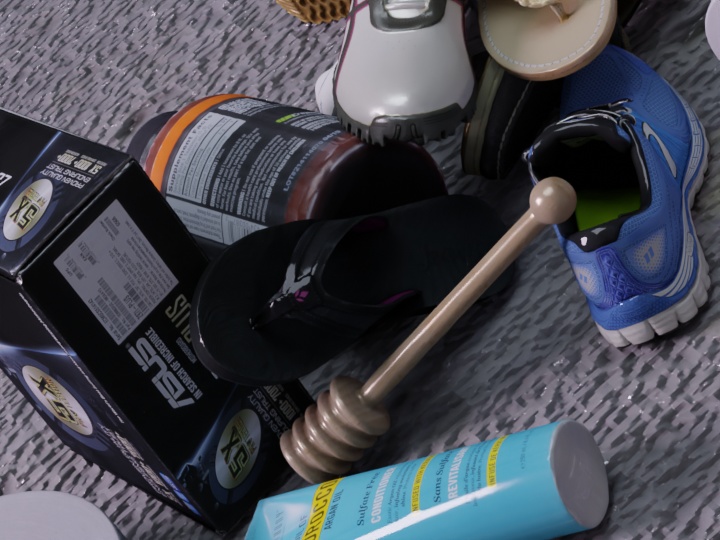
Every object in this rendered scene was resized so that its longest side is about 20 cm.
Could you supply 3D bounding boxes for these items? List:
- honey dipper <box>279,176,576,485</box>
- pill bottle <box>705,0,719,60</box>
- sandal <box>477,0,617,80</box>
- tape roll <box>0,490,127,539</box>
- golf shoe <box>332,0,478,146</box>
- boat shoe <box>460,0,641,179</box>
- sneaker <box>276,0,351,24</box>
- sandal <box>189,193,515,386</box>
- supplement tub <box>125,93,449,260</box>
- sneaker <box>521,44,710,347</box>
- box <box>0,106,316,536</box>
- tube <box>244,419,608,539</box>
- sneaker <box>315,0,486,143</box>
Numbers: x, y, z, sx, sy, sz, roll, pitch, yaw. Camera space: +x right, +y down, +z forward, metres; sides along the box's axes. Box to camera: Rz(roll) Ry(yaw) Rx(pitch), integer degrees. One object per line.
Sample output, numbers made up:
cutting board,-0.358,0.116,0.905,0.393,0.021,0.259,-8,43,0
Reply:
honey dipper,0.034,0.027,1.252,0.200,0.038,0.038,-49,29,23
pill bottle,0.244,-0.187,1.330,0.112,0.113,0.200,-4,45,38
sandal,0.079,-0.181,1.364,0.078,0.070,0.212,-30,32,17
tape roll,-0.184,0.205,1.264,0.200,0.066,0.201,-23,35,17
golf shoe,0.021,-0.142,1.354,0.077,0.088,0.200,-4,39,6
boat shoe,0.119,-0.131,1.409,0.065,0.073,0.200,25,72,13
sneaker,0.031,-0.217,1.584,0.200,0.075,0.090,-6,49,34
sandal,0.000,-0.001,1.278,0.200,0.075,0.048,-21,-10,-36
supplement tub,-0.049,-0.039,1.409,0.107,0.107,0.200,-48,36,-19
sneaker,0.129,-0.057,1.292,0.078,0.089,0.200,-23,36,15
box,-0.135,0.023,1.322,0.086,0.200,0.164,-46,36,-17
tube,0.021,0.118,1.219,0.200,0.050,0.078,-18,30,32
sneaker,0.049,-0.151,1.494,0.200,0.075,0.087,-39,29,-6
